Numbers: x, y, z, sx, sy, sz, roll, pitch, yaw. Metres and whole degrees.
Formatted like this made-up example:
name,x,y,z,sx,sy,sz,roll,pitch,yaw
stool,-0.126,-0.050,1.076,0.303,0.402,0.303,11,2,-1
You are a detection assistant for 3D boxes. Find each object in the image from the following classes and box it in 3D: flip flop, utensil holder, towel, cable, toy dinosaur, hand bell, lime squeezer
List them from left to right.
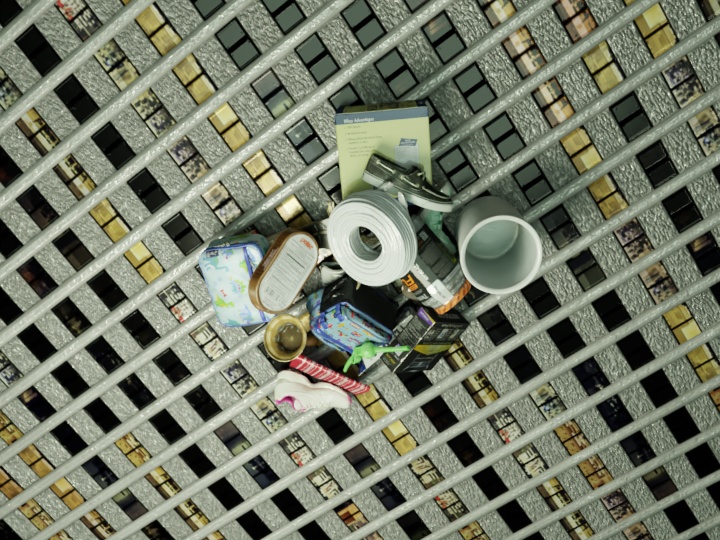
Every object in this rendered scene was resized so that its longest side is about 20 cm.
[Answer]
name,x,y,z,sx,sy,sz,roll,pitch,yaw
hand bell,-0.139,0.162,1.567,0.103,0.200,0.106,-3,81,17
flip flop,-0.090,-0.081,1.553,0.197,0.058,0.082,-14,104,24
towel,-0.079,0.252,1.629,0.198,0.145,0.023,25,73,-6
toy dinosaur,-0.009,-0.066,1.485,0.100,0.058,0.202,-23,85,0
lime squeezer,0.011,0.185,1.486,0.199,0.070,0.038,-26,68,37
cable,0.024,-0.064,1.366,0.198,0.069,0.202,-12,109,40
utensil holder,0.293,-0.062,1.462,0.167,0.200,0.173,1,109,2

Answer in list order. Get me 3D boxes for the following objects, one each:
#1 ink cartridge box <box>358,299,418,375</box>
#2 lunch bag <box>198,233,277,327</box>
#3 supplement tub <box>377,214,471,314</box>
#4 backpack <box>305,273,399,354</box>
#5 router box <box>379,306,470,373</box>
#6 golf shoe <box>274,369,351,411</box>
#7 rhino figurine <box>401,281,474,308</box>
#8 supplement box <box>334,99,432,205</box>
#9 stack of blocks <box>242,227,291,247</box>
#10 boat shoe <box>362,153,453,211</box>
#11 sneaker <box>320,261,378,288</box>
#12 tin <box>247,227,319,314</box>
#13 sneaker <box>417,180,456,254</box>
name,x,y,z,sx,sy,sz,roll,pitch,yaw
ink cartridge box,0.057,0.159,1.602,0.200,0.100,0.039,-43,103,14
lunch bag,-0.263,0.022,1.504,0.158,0.083,0.203,-5,113,11
supplement tub,0.141,-0.011,1.452,0.122,0.123,0.200,-42,93,15
backpack,-0.037,0.115,1.541,0.182,0.136,0.199,36,137,-29
router box,0.153,0.162,1.552,0.052,0.199,0.158,47,109,27
golf shoe,-0.122,0.319,1.662,0.197,0.092,0.076,17,142,0
rhino figurine,0.183,0.039,1.569,0.197,0.060,0.089,15,99,-21
supplement box,0.052,-0.251,1.441,0.197,0.135,0.203,-4,109,3
stack of blocks,-0.238,-0.030,1.551,0.198,0.059,0.116,-21,107,21
boat shoe,0.104,-0.178,1.357,0.197,0.071,0.064,21,110,-5
sneaker,0.000,0.000,1.562,0.197,0.073,0.072,-10,116,7
tin,-0.164,0.002,1.462,0.112,0.042,0.201,42,74,-41
sneaker,0.182,-0.101,1.511,0.117,0.074,0.202,29,124,-1
